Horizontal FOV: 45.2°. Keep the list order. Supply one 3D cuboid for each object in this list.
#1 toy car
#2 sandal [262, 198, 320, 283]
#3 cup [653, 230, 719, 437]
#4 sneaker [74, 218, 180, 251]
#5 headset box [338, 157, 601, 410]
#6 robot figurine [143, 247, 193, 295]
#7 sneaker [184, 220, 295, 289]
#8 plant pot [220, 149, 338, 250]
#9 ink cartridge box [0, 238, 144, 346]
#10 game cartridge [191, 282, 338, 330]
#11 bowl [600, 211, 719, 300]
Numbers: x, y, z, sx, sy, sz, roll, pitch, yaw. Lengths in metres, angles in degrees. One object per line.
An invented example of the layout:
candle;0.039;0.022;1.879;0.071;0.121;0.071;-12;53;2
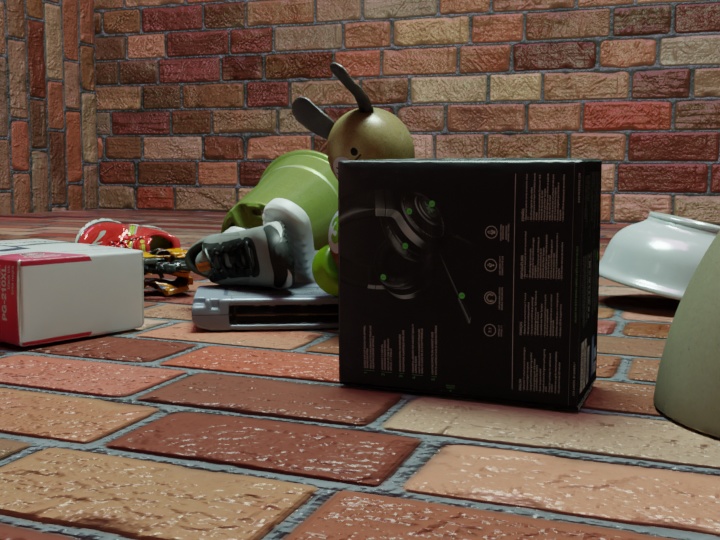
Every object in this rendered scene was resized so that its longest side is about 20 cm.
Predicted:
toy car;0.002;-0.101;0.863;0.157;0.201;0.164;-35;5;-36
sandal;-0.076;-0.025;1.030;0.082;0.050;0.203;33;-27;9
cup;0.305;0.028;0.586;0.199;0.144;0.200;0;7;0
sneaker;-0.408;-0.051;1.537;0.085;0.078;0.199;14;14;42
headset box;0.076;0.002;0.663;0.199;0.176;0.093;2;7;23
robot figurine;-0.309;0.003;1.136;0.199;0.059;0.145;-3;8;-25
sneaker;-0.133;-0.011;0.960;0.079;0.075;0.200;-14;7;-31
plant pot;-0.118;-0.068;1.341;0.199;0.202;0.190;3;20;22
ink cartridge box;-0.343;0.017;0.893;0.199;0.085;0.144;6;8;37
game cartridge;-0.082;0.037;0.956;0.198;0.042;0.133;0;2;-7
bowl;0.398;-0.019;1.079;0.200;0.091;0.201;12;9;-2
